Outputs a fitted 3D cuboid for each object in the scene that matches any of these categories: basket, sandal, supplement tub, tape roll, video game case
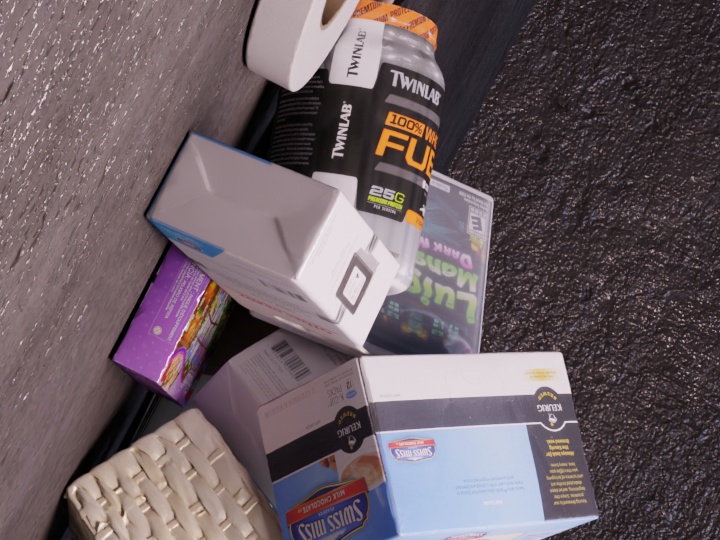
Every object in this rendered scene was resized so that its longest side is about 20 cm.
[{"bbox_3d":[-0.118,0.219,1.623,0.135,0.200,0.123,-32,162,-13],"label":"basket"},{"bbox_3d":[-0.073,-0.008,1.755,0.070,0.077,0.213,53,59,-78],"label":"sandal"},{"bbox_3d":[-0.006,-0.090,1.599,0.123,0.122,0.201,85,14,-81],"label":"supplement tub"},{"bbox_3d":[-0.017,-0.218,1.469,0.203,0.037,0.203,-63,175,-9],"label":"tape roll"},{"bbox_3d":[0.013,-0.013,1.703,0.023,0.199,0.183,-32,-138,49],"label":"video game case"}]

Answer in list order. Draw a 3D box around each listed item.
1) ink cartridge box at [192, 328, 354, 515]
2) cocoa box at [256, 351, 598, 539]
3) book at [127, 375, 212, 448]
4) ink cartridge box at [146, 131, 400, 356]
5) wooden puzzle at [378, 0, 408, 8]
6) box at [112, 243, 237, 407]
[{"bbox_3d":[-0.018,0.090,1.699,0.200,0.116,0.068,-30,168,-43],"label":"ink cartridge box"},{"bbox_3d":[0.050,0.140,1.580,0.133,0.199,0.132,-29,-112,46],"label":"cocoa box"},{"bbox_3d":[-0.158,0.134,1.813,0.201,0.048,0.134,-62,179,-9],"label":"book"},{"bbox_3d":[-0.049,-0.013,1.455,0.067,0.115,0.200,-64,160,-9],"label":"ink cartridge box"},{"bbox_3d":[-0.002,-0.166,1.921,0.185,0.037,0.200,-60,175,-37],"label":"wooden puzzle"},{"bbox_3d":[-0.123,0.024,1.603,0.137,0.039,0.200,-63,175,-7],"label":"box"}]
